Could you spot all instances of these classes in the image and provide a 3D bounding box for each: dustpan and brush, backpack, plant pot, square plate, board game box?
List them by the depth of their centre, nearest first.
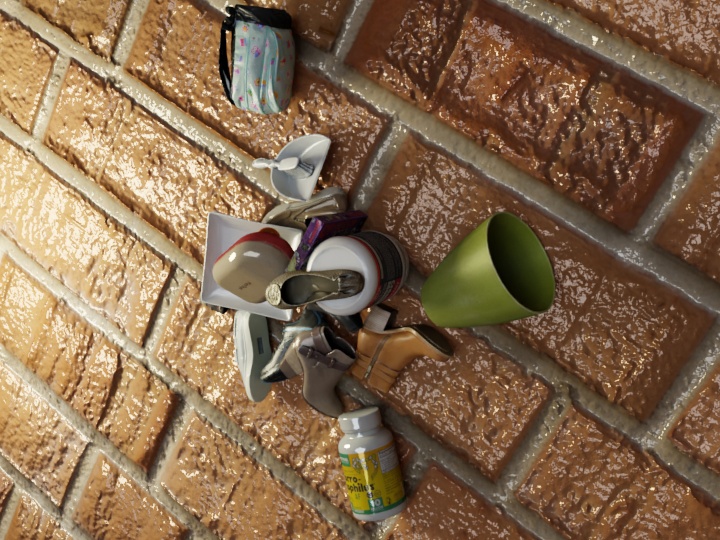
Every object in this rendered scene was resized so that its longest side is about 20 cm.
[{"bbox_3d":[0.209,0.023,1.358,0.199,0.186,0.188,-30,83,40],"label":"plant pot"},{"bbox_3d":[-0.061,-0.053,1.446,0.032,0.200,0.121,31,109,17],"label":"board game box"},{"bbox_3d":[-0.194,-0.408,1.493,0.125,0.167,0.202,13,108,18],"label":"backpack"},{"bbox_3d":[-0.153,-0.210,1.540,0.199,0.057,0.141,7,74,55],"label":"dustpan and brush"},{"bbox_3d":[-0.222,-0.010,1.562,0.198,0.028,0.200,12,111,6],"label":"square plate"}]

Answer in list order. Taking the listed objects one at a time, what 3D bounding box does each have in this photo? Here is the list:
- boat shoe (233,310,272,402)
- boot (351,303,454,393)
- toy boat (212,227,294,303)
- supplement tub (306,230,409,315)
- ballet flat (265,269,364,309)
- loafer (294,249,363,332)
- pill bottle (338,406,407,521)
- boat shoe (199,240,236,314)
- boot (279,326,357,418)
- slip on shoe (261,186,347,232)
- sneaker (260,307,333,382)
[{"bbox_3d":[-0.235,0.179,1.639,0.071,0.070,0.203,4,100,44],"label":"boat shoe"},{"bbox_3d":[0.074,0.171,1.478,0.199,0.077,0.157,26,105,23],"label":"boot"},{"bbox_3d":[-0.193,-0.027,1.475,0.130,0.132,0.200,31,151,-19],"label":"toy boat"},{"bbox_3d":[0.000,0.000,1.424,0.139,0.200,0.142,4,98,25],"label":"supplement tub"},{"bbox_3d":[-0.088,0.032,1.332,0.198,0.046,0.068,-6,94,28],"label":"ballet flat"},{"bbox_3d":[-0.077,0.052,1.506,0.072,0.073,0.200,-45,82,18],"label":"loafer"},{"bbox_3d":[0.019,0.379,1.513,0.112,0.113,0.202,-12,92,26],"label":"pill bottle"},{"bbox_3d":[-0.270,0.009,1.631,0.073,0.074,0.201,36,119,7],"label":"boat shoe"},{"bbox_3d":[-0.062,0.201,1.517,0.146,0.071,0.200,-35,113,29],"label":"boot"},{"bbox_3d":[-0.112,-0.102,1.533,0.198,0.076,0.061,-20,67,19],"label":"slip on shoe"},{"bbox_3d":[-0.140,0.159,1.593,0.200,0.073,0.082,-42,62,18],"label":"sneaker"}]
